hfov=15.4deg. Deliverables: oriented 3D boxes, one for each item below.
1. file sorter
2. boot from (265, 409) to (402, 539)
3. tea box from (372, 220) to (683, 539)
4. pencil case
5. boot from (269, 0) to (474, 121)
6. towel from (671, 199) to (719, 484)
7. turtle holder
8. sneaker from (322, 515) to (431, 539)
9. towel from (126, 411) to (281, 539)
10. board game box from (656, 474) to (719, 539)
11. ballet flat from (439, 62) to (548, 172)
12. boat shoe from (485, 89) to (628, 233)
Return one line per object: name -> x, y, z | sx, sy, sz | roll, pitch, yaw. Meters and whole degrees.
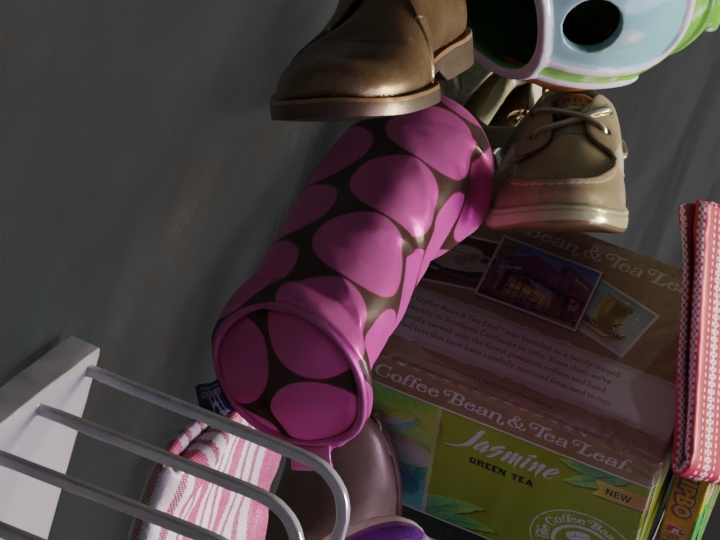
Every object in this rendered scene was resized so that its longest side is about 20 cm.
file sorter -> -0.100, 0.132, 0.897 | 0.200, 0.124, 0.139 | -41, 150, -67
boot -> -0.042, 0.182, 1.434 | 0.146, 0.070, 0.201 | -55, 162, -43
tea box -> 0.082, 0.078, 1.485 | 0.197, 0.199, 0.134 | 96, 18, -51
pencil case -> 0.000, 0.000, 1.244 | 0.200, 0.090, 0.094 | -56, 133, -47
boot -> 0.004, -0.109, 1.146 | 0.200, 0.073, 0.076 | -52, 143, -69
towel -> 0.209, 0.044, 1.422 | 0.200, 0.022, 0.145 | 13, 79, -61
turtle holder -> 0.113, -0.171, 1.333 | 0.132, 0.141, 0.186 | -34, 163, -34
sneaker -> -0.023, 0.203, 1.343 | 0.200, 0.081, 0.083 | -42, -167, -27
towel -> -0.073, 0.124, 1.266 | 0.200, 0.030, 0.147 | -43, 152, -66
board game box -> 0.203, 0.085, 1.496 | 0.200, 0.030, 0.096 | -63, 167, -47
ballet flat -> 0.056, -0.070, 1.430 | 0.200, 0.062, 0.068 | -60, 149, -44
boat shoe -> 0.102, -0.058, 1.351 | 0.200, 0.072, 0.065 | -52, 144, -78
